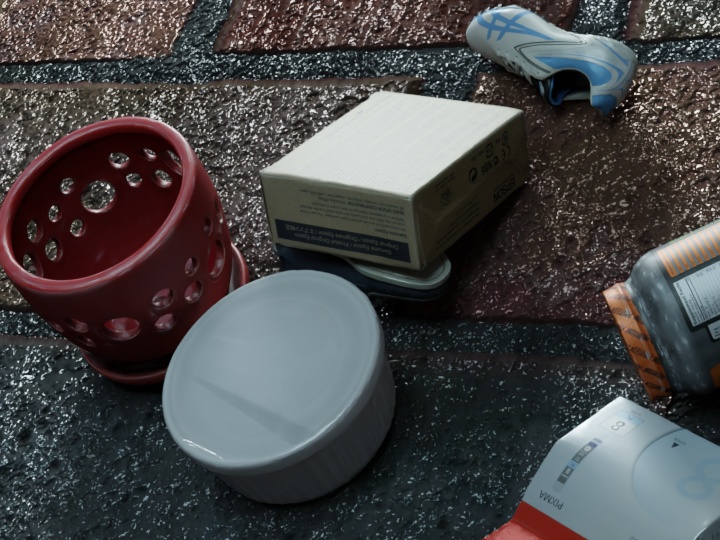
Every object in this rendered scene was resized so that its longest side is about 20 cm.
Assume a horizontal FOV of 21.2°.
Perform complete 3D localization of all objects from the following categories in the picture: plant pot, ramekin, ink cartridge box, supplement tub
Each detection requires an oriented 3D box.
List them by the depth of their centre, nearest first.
[{"bbox_3d":[0.184,0.185,1.429,0.199,0.048,0.160,-30,36,-28],"label":"ink cartridge box"},{"bbox_3d":[0.299,0.019,1.510,0.198,0.123,0.123,-25,45,6],"label":"supplement tub"},{"bbox_3d":[-0.062,0.107,1.638,0.200,0.095,0.204,-14,47,15],"label":"ramekin"},{"bbox_3d":[0.034,-0.084,1.717,0.164,0.076,0.200,10,32,34],"label":"ink cartridge box"},{"bbox_3d":[-0.205,-0.008,1.747,0.199,0.183,0.202,-15,46,16],"label":"plant pot"}]

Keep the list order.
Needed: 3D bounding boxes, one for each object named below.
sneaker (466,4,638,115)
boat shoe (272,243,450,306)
[{"bbox_3d":[0.169,-0.197,1.801,0.199,0.072,0.073,23,73,43],"label":"sneaker"},{"bbox_3d":[0.000,0.000,1.714,0.199,0.062,0.075,13,34,34],"label":"boat shoe"}]
